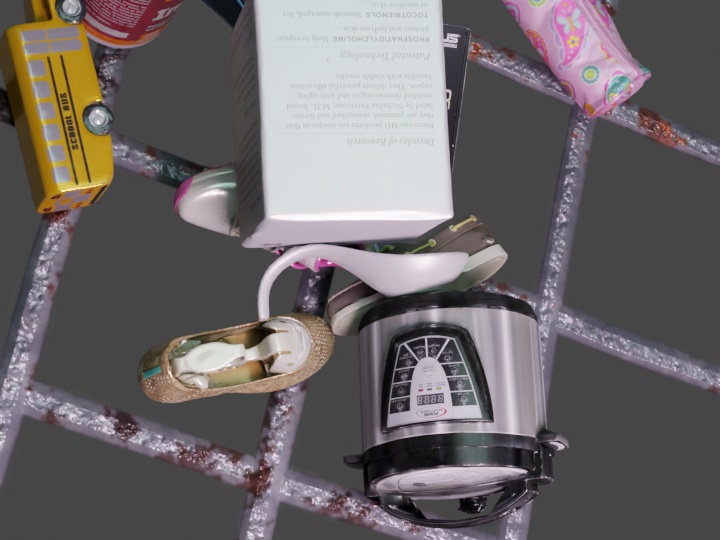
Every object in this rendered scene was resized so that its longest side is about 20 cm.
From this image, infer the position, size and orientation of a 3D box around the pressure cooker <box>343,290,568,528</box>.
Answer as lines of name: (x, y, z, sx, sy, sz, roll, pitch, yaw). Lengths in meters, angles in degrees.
pressure cooker: (0.087, 0.132, 1.585, 0.177, 0.176, 0.202, 6, 72, -26)

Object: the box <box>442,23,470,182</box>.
box: (0.001, -0.166, 1.676, 0.198, 0.043, 0.162, 4, 99, -25)

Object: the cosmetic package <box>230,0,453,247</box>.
cosmetic package: (-0.021, -0.131, 1.524, 0.165, 0.167, 0.202, -2, 84, -12)

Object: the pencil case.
pencil case: (0.216, -0.258, 1.817, 0.087, 0.087, 0.201, -34, 90, -28)

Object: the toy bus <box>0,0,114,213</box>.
toy bus: (-0.275, -0.159, 1.579, 0.078, 0.065, 0.202, -11, 79, -24)

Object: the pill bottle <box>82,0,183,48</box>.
pill bottle: (-0.196, -0.289, 1.578, 0.112, 0.200, 0.114, 7, 71, -21)

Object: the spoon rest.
spoon rest: (0.000, 0.000, 1.574, 0.198, 0.099, 0.061, -10, 88, -7)

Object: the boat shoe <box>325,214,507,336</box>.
boat shoe: (0.046, 0.003, 1.669, 0.199, 0.072, 0.060, -23, 69, -25)

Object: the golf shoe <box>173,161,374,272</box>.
golf shoe: (-0.074, -0.046, 1.615, 0.198, 0.076, 0.092, 4, 47, -21)

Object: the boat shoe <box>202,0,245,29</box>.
boat shoe: (-0.084, -0.246, 1.688, 0.199, 0.069, 0.085, 31, 64, -13)

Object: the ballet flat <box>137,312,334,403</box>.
ballet flat: (-0.102, 0.078, 1.580, 0.199, 0.065, 0.071, -15, 83, -27)
